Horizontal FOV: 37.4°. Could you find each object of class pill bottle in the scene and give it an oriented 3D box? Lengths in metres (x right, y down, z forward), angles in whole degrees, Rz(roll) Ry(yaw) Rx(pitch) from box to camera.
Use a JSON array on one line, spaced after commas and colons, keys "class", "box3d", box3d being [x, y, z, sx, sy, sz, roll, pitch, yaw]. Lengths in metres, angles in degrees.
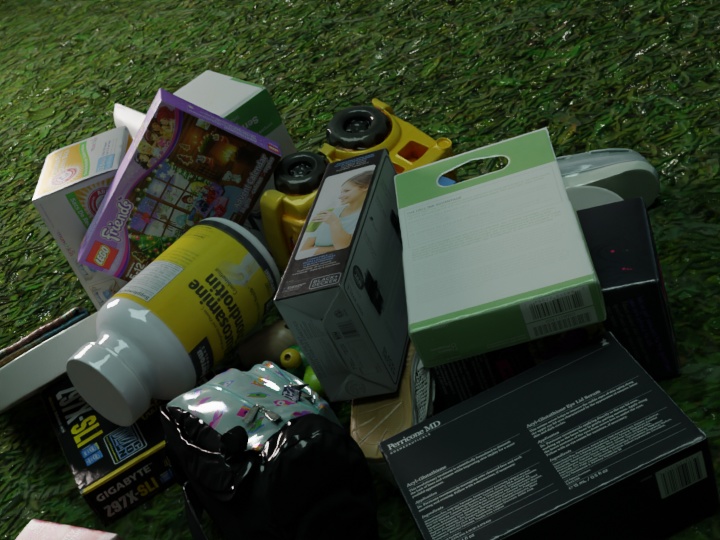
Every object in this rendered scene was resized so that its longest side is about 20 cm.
[{"class": "pill bottle", "box3d": [-0.173, 0.048, 0.992, 0.112, 0.112, 0.200, 8, 43, 40]}]

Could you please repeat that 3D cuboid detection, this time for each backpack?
[{"class": "backpack", "box3d": [-0.073, 0.157, 0.834, 0.126, 0.167, 0.200, -20, 24, -28]}]

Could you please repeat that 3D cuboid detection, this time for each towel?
[{"class": "towel", "box3d": [-0.354, 0.083, 1.140, 0.146, 0.022, 0.200, -32, 1, -14]}]

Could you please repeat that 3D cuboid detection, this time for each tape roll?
[{"class": "tape roll", "box3d": [-0.296, 0.083, 1.090, 0.202, 0.037, 0.203, -31, 3, 2]}]

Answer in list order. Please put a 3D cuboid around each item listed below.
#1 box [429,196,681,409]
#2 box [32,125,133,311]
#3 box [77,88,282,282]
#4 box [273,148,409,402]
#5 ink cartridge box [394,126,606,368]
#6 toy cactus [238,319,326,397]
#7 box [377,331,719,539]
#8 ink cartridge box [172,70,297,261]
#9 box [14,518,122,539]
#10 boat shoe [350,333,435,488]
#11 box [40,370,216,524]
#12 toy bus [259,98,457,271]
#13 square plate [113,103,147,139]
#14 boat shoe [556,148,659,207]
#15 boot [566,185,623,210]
[{"class": "box", "box3d": [0.156, 0.031, 0.902, 0.199, 0.106, 0.122, -12, 34, 16]}, {"class": "box", "box3d": [-0.268, -0.041, 1.192, 0.101, 0.200, 0.113, -20, 31, 5]}, {"class": "box", "box3d": [-0.188, -0.070, 1.101, 0.200, 0.137, 0.039, -58, 24, 20]}, {"class": "box", "box3d": [0.000, 0.000, 0.903, 0.060, 0.117, 0.200, -13, 34, 23]}, {"class": "ink cartridge box", "box3d": [0.105, -0.023, 0.862, 0.145, 0.048, 0.200, -17, 38, 11]}, {"class": "toy cactus", "box3d": [-0.048, 0.057, 1.024, 0.165, 0.102, 0.200, -19, 39, 25]}, {"class": "box", "box3d": [0.132, 0.147, 0.769, 0.200, 0.079, 0.141, -25, 34, -3]}, {"class": "ink cartridge box", "box3d": [-0.131, -0.116, 1.222, 0.083, 0.200, 0.146, -39, 34, -20]}, {"class": "box", "box3d": [-0.246, 0.291, 0.775, 0.099, 0.096, 0.200, 0, 38, 34]}, {"class": "boat shoe", "box3d": [0.030, 0.101, 0.911, 0.071, 0.069, 0.200, -15, 37, 19]}, {"class": "box", "box3d": [-0.214, 0.137, 1.036, 0.159, 0.049, 0.200, -32, 32, -12]}, {"class": "toy bus", "box3d": [0.023, -0.062, 1.129, 0.192, 0.136, 0.200, 30, 58, 33]}, {"class": "square plate", "box3d": [-0.208, -0.088, 1.227, 0.028, 0.198, 0.200, -36, 34, -20]}, {"class": "boat shoe", "box3d": [0.198, -0.079, 1.083, 0.200, 0.070, 0.072, -11, 31, 6]}, {"class": "boot", "box3d": [0.157, -0.033, 1.037, 0.199, 0.073, 0.090, -12, 0, -16]}]
